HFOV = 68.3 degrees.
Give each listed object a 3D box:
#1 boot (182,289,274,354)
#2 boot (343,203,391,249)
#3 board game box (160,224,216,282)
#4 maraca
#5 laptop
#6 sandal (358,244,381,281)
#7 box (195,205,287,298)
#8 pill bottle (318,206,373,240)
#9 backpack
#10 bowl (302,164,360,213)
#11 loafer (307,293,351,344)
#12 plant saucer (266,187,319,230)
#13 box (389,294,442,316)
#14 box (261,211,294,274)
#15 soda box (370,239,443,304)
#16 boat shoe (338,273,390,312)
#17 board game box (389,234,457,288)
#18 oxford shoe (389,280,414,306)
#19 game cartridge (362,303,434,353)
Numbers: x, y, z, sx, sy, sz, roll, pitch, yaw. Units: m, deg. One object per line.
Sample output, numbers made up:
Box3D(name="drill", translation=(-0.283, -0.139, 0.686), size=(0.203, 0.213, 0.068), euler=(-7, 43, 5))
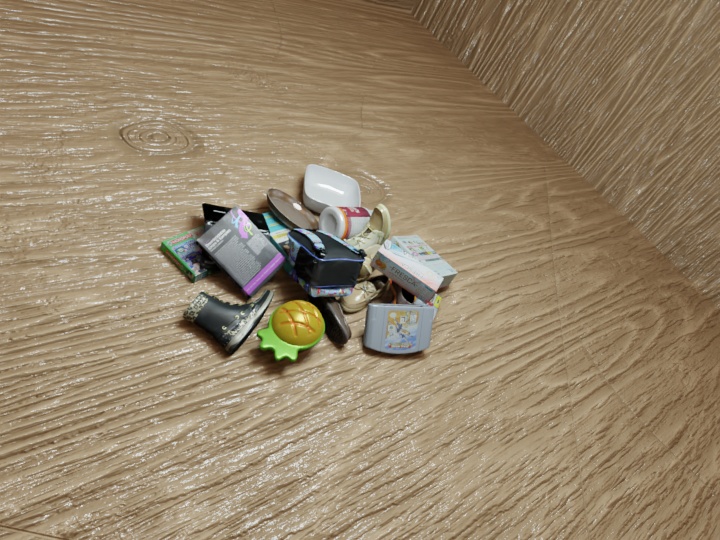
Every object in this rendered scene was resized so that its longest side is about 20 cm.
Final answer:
Box3D(name="boot", translation=(-0.314, 0.087, 1.286), size=(0.153, 0.074, 0.204), euler=(33, 47, -1))
Box3D(name="boot", translation=(0.003, -0.095, 1.562), size=(0.154, 0.201, 0.072), euler=(-18, 49, -34))
Box3D(name="board game box", translation=(-0.408, -0.058, 1.416), size=(0.134, 0.029, 0.200), euler=(42, 41, 13))
Box3D(name="maraca", translation=(-0.167, 0.146, 1.299), size=(0.137, 0.107, 0.200), euler=(31, 39, 11))
Box3D(name="laptop", translation=(-0.343, -0.086, 1.437), size=(0.176, 0.104, 0.200), euler=(9, 26, -25))
Box3D(name="sandal", translation=(0.002, 0.005, 1.517), size=(0.211, 0.078, 0.070), euler=(-34, 29, -19))
Box3D(name="box", translation=(-0.306, -0.048, 1.373), size=(0.200, 0.036, 0.143), euler=(49, 65, -14))
Box3D(name="pill bottle", translation=(-0.025, -0.143, 1.643), size=(0.199, 0.110, 0.110), euler=(-6, 52, -46))
Box3D(name="backpack", translation=(-0.112, -0.030, 1.424), size=(0.182, 0.135, 0.200), euler=(-1, 26, -43))
Box3D(name="bowl", translation=(-0.102, -0.250, 1.770), size=(0.199, 0.075, 0.200), euler=(16, 42, -17))
Box3D(name="loafer", translation=(-0.070, 0.108, 1.424), size=(0.071, 0.073, 0.201), euler=(-8, 54, -36))
Box3D(name="plant saucer", translation=(-0.208, -0.174, 1.613), size=(0.200, 0.032, 0.200), euler=(38, 19, -15))
Box3D(name="box", translation=(0.158, 0.113, 1.591), size=(0.136, 0.038, 0.200), euler=(32, 40, 2))
Box3D(name="box", translation=(-0.227, -0.083, 1.539), size=(0.082, 0.049, 0.200), euler=(-22, 63, -44))
Box3D(name="soda box", translation=(0.131, 0.003, 1.493), size=(0.199, 0.064, 0.068), euler=(35, 43, 3))
Box3D(name="boat shoe", translation=(0.012, 0.057, 1.536), size=(0.071, 0.065, 0.200), euler=(45, 41, 15))
Box3D(name="board game box", translation=(0.193, -0.028, 1.704), size=(0.147, 0.064, 0.200), euler=(-7, 47, -51))
Box3D(name="oxford shoe", translation=(0.133, 0.049, 1.554), size=(0.071, 0.073, 0.201), euler=(15, 42, -17))
Box3D(name="game cartridge", translation=(0.106, 0.159, 1.446), size=(0.199, 0.134, 0.041), euler=(3, 3, -23))
